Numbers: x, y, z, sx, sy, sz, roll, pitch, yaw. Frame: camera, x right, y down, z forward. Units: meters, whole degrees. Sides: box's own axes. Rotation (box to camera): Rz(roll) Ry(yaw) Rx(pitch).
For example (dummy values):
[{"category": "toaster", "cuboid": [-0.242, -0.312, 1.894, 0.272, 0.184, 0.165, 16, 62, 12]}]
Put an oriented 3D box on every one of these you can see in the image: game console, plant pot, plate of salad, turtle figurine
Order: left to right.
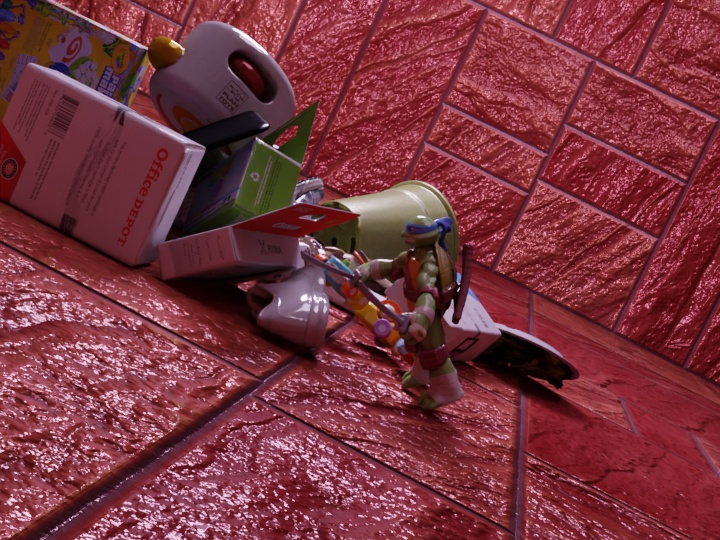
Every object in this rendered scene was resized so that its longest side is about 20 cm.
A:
[{"category": "game console", "cuboid": [-0.196, -0.117, 1.502, 0.115, 0.178, 0.200, 13, 9, -12]}, {"category": "plant pot", "cuboid": [0.019, -0.042, 1.883, 0.189, 0.202, 0.199, -1, 25, -47]}, {"category": "turtle figurine", "cuboid": [0.033, 0.050, 1.292, 0.143, 0.196, 0.199, 5, 27, 42]}, {"category": "plate of salad", "cuboid": [0.230, 0.129, 1.819, 0.198, 0.048, 0.200, 24, -14, 6]}]

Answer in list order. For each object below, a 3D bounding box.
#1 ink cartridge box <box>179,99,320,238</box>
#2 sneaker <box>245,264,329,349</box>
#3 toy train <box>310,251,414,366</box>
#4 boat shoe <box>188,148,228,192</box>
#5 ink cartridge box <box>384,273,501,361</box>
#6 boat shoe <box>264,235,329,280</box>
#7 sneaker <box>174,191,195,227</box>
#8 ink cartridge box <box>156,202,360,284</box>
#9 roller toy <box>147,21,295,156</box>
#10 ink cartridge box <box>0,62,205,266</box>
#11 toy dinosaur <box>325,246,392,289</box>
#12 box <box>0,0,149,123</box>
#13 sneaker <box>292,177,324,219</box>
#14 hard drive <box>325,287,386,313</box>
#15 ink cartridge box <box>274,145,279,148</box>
[{"category": "ink cartridge box", "cuboid": [-0.139, -0.125, 1.531, 0.075, 0.202, 0.147, 28, -31, -26]}, {"category": "sneaker", "cuboid": [-0.085, 0.032, 1.350, 0.088, 0.076, 0.200, 8, 9, -8]}, {"category": "toy train", "cuboid": [0.029, 0.045, 1.449, 0.200, 0.056, 0.150, 49, -11, -14]}, {"category": "boat shoe", "cuboid": [-0.262, -0.133, 1.656, 0.200, 0.075, 0.065, -5, -6, 19]}, {"category": "ink cartridge box", "cuboid": [0.107, 0.058, 1.671, 0.116, 0.067, 0.200, 57, 18, 20]}, {"category": "boat shoe", "cuboid": [-0.084, -0.014, 1.567, 0.072, 0.073, 0.200, 8, 8, -12]}, {"category": "sneaker", "cuboid": [-0.209, -0.084, 1.679, 0.199, 0.082, 0.075, 29, 9, 32]}, {"category": "ink cartridge box", "cuboid": [-0.105, -0.026, 1.360, 0.175, 0.045, 0.200, -15, -6, 18]}, {"category": "roller toy", "cuboid": [-0.195, -0.237, 1.681, 0.182, 0.140, 0.201, 30, -22, 26]}, {"category": "ink cartridge box", "cuboid": [-0.288, -0.113, 1.315, 0.199, 0.145, 0.084, 27, 7, 7]}, {"category": "toy dinosaur", "cuboid": [0.000, 0.000, 1.696, 0.199, 0.059, 0.101, 27, 6, 1]}, {"category": "box", "cuboid": [-0.415, -0.253, 1.659, 0.191, 0.201, 0.122, 26, 6, -3]}, {"category": "sneaker", "cuboid": [-0.104, -0.079, 1.754, 0.077, 0.087, 0.200, -12, 9, 24]}, {"category": "hard drive", "cuboid": [-0.063, 0.010, 1.737, 0.199, 0.027, 0.132, 28, 7, 7]}, {"category": "ink cartridge box", "cuboid": [-0.206, -0.147, 1.849, 0.199, 0.146, 0.084, 24, 2, -14]}]
